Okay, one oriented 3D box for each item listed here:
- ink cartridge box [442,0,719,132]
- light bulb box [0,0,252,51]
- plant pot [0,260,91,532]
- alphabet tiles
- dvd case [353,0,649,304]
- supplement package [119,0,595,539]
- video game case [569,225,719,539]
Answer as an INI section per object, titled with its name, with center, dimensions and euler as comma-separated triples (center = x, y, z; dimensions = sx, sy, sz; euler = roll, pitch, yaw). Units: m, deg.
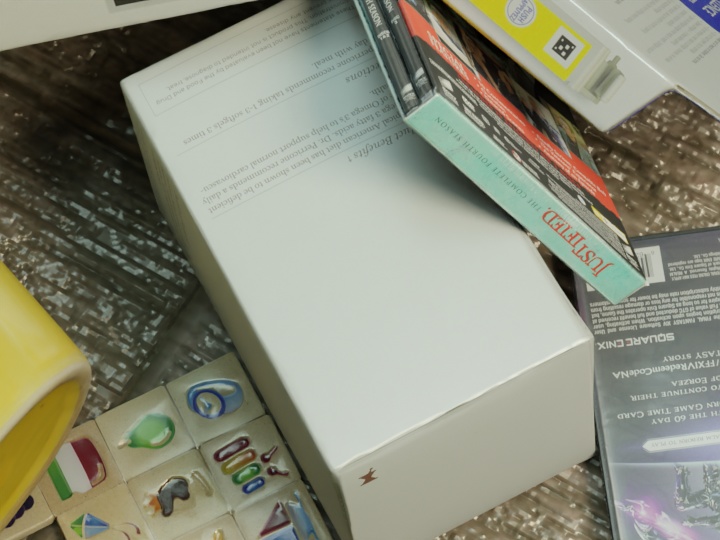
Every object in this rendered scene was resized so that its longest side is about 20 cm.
[ink cartridge box]
center = 0.101, -0.118, 1.228
dimensions = 0.200, 0.198, 0.047
euler = 43, 113, 5
[light bulb box]
center = -0.122, -0.203, 1.193
dimensions = 0.199, 0.125, 0.199
euler = -10, 46, 4
[plant pot]
center = -0.219, 0.034, 1.177
dimensions = 0.188, 0.201, 0.201
euler = 36, 71, 8
[alphabet tiles]
center = -0.083, 0.150, 1.207
dimensions = 0.166, 0.008, 0.201
euler = -25, 65, -9
[dvd case]
center = 0.043, -0.088, 1.211
dimensions = 0.022, 0.146, 0.201
euler = -37, 41, 17
[supplement package]
center = 0.000, 0.000, 1.213
dimensions = 0.116, 0.117, 0.201
euler = -26, 64, -8
[video game case]
center = 0.170, 0.072, 1.221
dimensions = 0.142, 0.019, 0.201
euler = -7, 64, 1
